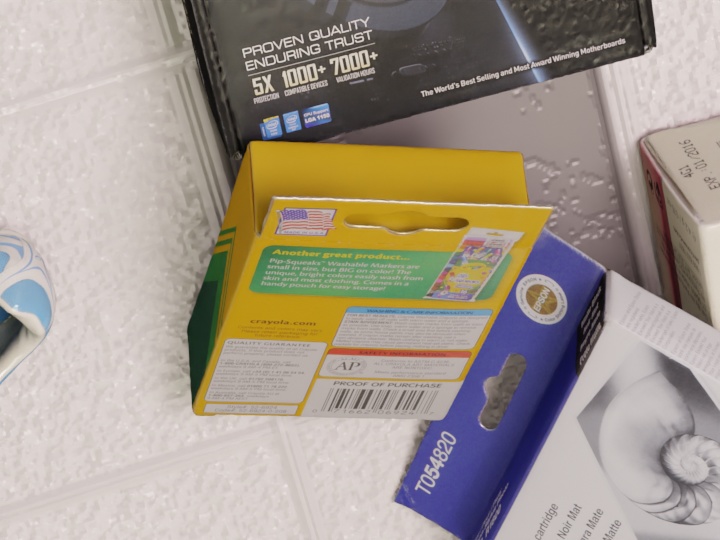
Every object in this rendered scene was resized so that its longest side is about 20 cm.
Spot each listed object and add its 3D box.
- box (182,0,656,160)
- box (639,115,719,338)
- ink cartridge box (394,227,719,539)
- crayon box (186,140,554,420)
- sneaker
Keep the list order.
[{"bbox_3d":[0.015,-0.159,1.195,0.199,0.086,0.165,-14,116,-5],"label":"box"},{"bbox_3d":[0.219,0.027,1.314,0.127,0.109,0.201,-15,117,-5],"label":"box"},{"bbox_3d":[0.123,0.103,1.286,0.199,0.041,0.200,30,129,9],"label":"ink cartridge box"},{"bbox_3d":[0.000,0.000,1.229,0.125,0.052,0.200,2,151,-13],"label":"crayon box"},{"bbox_3d":[-0.222,0.059,1.255,0.200,0.073,0.072,-41,118,10],"label":"sneaker"}]
